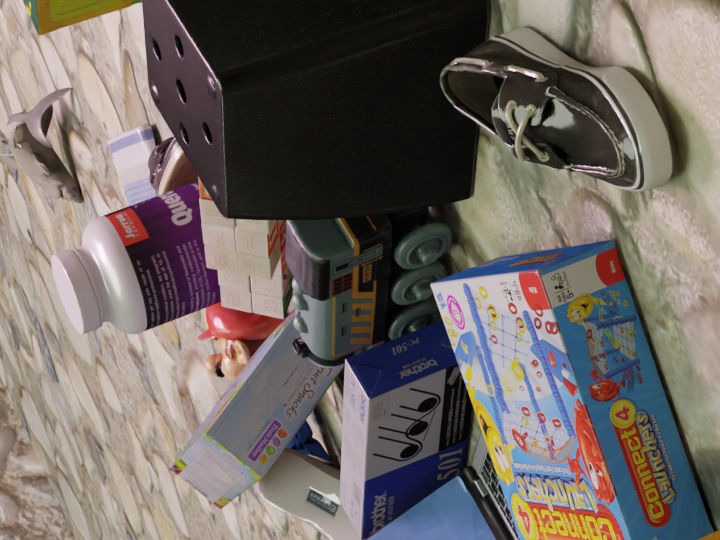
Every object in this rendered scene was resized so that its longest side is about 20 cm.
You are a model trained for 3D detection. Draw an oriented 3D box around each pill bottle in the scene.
[{"bbox_3d":[-0.175,-0.012,1.977,0.113,0.199,0.113,55,158,37],"label":"pill bottle"}]

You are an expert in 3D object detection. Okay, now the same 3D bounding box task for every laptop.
[{"bbox_3d":[0.085,0.227,1.604,0.188,0.115,0.200,60,160,26],"label":"laptop"}]

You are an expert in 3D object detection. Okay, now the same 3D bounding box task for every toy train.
[{"bbox_3d":[0.000,0.000,1.602,0.085,0.114,0.200,60,162,28],"label":"toy train"}]

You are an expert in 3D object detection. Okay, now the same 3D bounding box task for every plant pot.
[{"bbox_3d":[-0.042,-0.149,1.465,0.200,0.177,0.200,57,158,33],"label":"plant pot"}]

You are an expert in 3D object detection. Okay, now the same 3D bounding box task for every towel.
[{"bbox_3d":[-0.216,-0.060,2.344,0.201,0.024,0.147,69,161,-4],"label":"towel"}]

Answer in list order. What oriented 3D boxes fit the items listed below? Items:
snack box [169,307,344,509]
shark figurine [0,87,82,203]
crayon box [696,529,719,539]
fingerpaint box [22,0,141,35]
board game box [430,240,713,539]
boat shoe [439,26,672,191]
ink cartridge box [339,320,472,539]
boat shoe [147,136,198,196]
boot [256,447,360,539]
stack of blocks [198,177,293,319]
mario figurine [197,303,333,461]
[{"bbox_3d":[-0.079,0.111,1.873,0.068,0.169,0.200,37,162,-1],"label":"snack box"},{"bbox_3d":[-0.401,-0.176,2.692,0.128,0.090,0.215,28,158,13],"label":"shark figurine"},{"bbox_3d":[0.247,0.207,1.203,0.126,0.051,0.200,71,162,-4],"label":"crayon box"},{"bbox_3d":[-0.170,-0.286,1.656,0.074,0.199,0.167,61,161,28],"label":"fingerpaint box"},{"bbox_3d":[0.133,0.087,1.404,0.197,0.056,0.200,71,163,-3],"label":"board game box"},{"bbox_3d":[0.111,-0.087,1.262,0.200,0.063,0.071,38,144,59],"label":"boat shoe"},{"bbox_3d":[0.035,0.126,1.678,0.044,0.094,0.200,58,160,32],"label":"ink cartridge box"},{"bbox_3d":[-0.174,-0.099,2.097,0.065,0.072,0.200,60,167,14],"label":"boat shoe"},{"bbox_3d":[0.004,0.219,1.941,0.200,0.090,0.073,33,100,31],"label":"boot"},{"bbox_3d":[-0.086,-0.049,1.805,0.200,0.058,0.115,90,-165,-50],"label":"stack of blocks"},{"bbox_3d":[-0.104,0.120,2.076,0.201,0.106,0.123,67,164,3],"label":"mario figurine"}]
